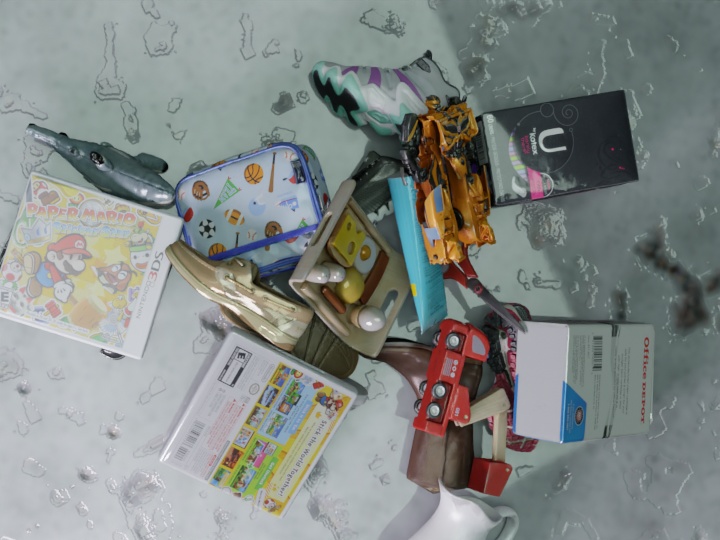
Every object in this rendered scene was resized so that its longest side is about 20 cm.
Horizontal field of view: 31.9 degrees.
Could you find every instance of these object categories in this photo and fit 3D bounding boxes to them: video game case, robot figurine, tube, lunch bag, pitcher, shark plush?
[{"bbox_3d":[-0.129,0.193,1.581,0.180,0.023,0.201,27,105,-15],"label":"video game case"},{"bbox_3d":[0.112,-0.118,1.566,0.144,0.058,0.203,-26,112,-45],"label":"robot figurine"},{"bbox_3d":[0.078,-0.027,1.608,0.077,0.050,0.203,-26,109,-51],"label":"tube"},{"bbox_3d":[-0.127,-0.068,1.588,0.197,0.075,0.163,-15,89,17],"label":"lunch bag"},{"bbox_3d":[-0.339,-0.006,1.562,0.197,0.023,0.185,17,87,-5],"label":"video game case"},{"bbox_3d":[0.121,0.387,1.639,0.171,0.121,0.202,24,93,-42],"label":"pitcher"},{"bbox_3d":[-0.320,-0.142,1.586,0.199,0.083,0.091,39,85,-6],"label":"shark plush"}]

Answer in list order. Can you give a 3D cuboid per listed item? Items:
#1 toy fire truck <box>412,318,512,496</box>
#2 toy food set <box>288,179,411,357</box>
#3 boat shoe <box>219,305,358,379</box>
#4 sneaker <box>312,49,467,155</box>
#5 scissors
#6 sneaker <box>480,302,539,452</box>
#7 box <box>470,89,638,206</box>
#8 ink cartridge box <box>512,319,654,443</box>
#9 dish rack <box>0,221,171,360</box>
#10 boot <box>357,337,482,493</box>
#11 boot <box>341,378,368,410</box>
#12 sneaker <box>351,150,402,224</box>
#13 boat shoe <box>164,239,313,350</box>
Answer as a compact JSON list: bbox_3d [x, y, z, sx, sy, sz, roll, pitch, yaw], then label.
[{"bbox_3d":[0.143,0.176,1.621,0.139,0.049,0.203,18,84,-20],"label":"toy fire truck"},{"bbox_3d":[0.000,0.000,1.561,0.060,0.200,0.145,14,67,35],"label":"toy food set"},{"bbox_3d":[-0.094,0.077,1.629,0.198,0.065,0.073,27,82,-11],"label":"boat shoe"},{"bbox_3d":[0.046,-0.247,1.651,0.199,0.078,0.141,32,64,8],"label":"sneaker"},{"bbox_3d":[0.142,0.022,1.629,0.073,0.014,0.201,-38,61,17],"label":"scissors"},{"bbox_3d":[0.213,0.143,1.670,0.080,0.074,0.203,2,103,29],"label":"sneaker"},{"bbox_3d":[0.249,-0.158,1.656,0.197,0.106,0.124,-11,92,-8],"label":"box"},{"bbox_3d":[0.291,0.139,1.625,0.198,0.084,0.148,3,90,-46],"label":"ink cartridge box"},{"bbox_3d":[-0.356,0.005,1.598,0.198,0.055,0.155,28,85,-5],"label":"dish rack"},{"bbox_3d":[0.071,0.194,1.656,0.183,0.064,0.203,7,92,-7],"label":"boot"},{"bbox_3d":[-0.095,0.172,1.634,0.197,0.074,0.097,15,104,-8],"label":"boot"},{"bbox_3d":[0.012,-0.105,1.645,0.198,0.066,0.092,-24,90,-11],"label":"sneaker"},{"bbox_3d":[-0.148,0.016,1.542,0.199,0.071,0.065,35,97,2],"label":"boat shoe"}]
